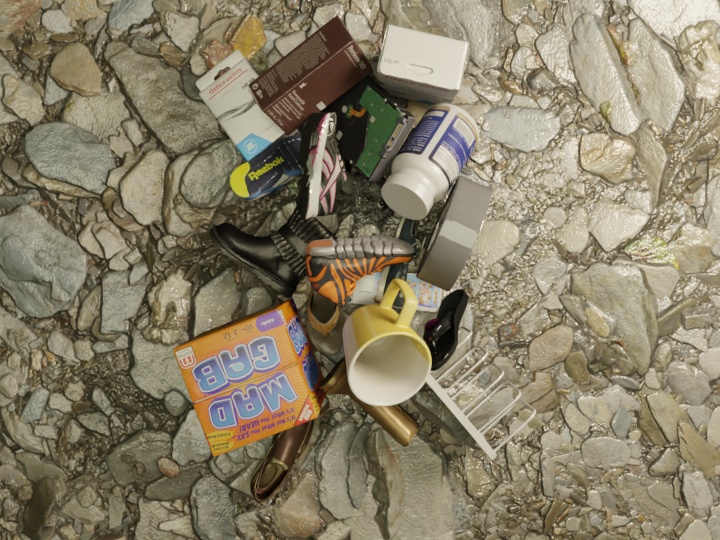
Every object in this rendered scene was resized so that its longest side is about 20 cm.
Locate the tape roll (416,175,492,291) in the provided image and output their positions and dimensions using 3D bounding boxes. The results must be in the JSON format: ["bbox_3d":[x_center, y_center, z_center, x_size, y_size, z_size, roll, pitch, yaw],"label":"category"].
[{"bbox_3d":[0.168,-0.067,1.262,0.066,0.200,0.202,22,94,2],"label":"tape roll"}]

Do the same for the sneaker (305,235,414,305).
[{"bbox_3d":[0.000,0.000,1.271,0.197,0.078,0.113,-1,110,3],"label":"sneaker"}]

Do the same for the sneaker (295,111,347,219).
[{"bbox_3d":[-0.063,-0.193,1.275,0.085,0.080,0.202,-2,119,-28],"label":"sneaker"}]

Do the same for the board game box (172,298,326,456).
[{"bbox_3d":[-0.193,0.187,1.288,0.198,0.200,0.202,-21,92,3],"label":"board game box"}]

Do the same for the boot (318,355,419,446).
[{"bbox_3d":[0.024,0.249,1.299,0.200,0.175,0.066,44,101,3],"label":"boot"}]

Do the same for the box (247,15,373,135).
[{"bbox_3d":[-0.086,-0.338,1.224,0.199,0.100,0.075,-37,64,10],"label":"box"}]

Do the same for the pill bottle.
[{"bbox_3d":[0.125,-0.196,1.263,0.115,0.116,0.201,34,66,0],"label":"pill bottle"}]

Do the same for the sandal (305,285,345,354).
[{"bbox_3d":[-0.067,0.075,1.332,0.079,0.054,0.202,6,114,3],"label":"sandal"}]

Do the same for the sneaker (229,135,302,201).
[{"bbox_3d":[-0.161,-0.195,1.336,0.198,0.082,0.074,-28,83,-16],"label":"sneaker"}]

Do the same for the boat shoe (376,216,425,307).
[{"bbox_3d":[0.084,-0.030,1.317,0.061,0.075,0.202,16,75,7],"label":"boat shoe"}]

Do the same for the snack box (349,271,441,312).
[{"bbox_3d":[0.059,0.036,1.359,0.197,0.024,0.073,6,92,2],"label":"snack box"}]

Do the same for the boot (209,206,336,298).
[{"bbox_3d":[-0.166,-0.066,1.333,0.210,0.080,0.158,35,100,-11],"label":"boot"}]

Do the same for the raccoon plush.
[{"bbox_3d":[-0.005,-0.126,1.343,0.134,0.096,0.201,-47,59,18],"label":"raccoon plush"}]

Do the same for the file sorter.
[{"bbox_3d":[0.215,0.223,1.308,0.124,0.139,0.201,-40,91,0],"label":"file sorter"}]

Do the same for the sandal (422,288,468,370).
[{"bbox_3d":[0.146,0.102,1.280,0.075,0.201,0.048,-27,116,37],"label":"sandal"}]

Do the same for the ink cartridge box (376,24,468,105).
[{"bbox_3d":[0.108,-0.359,1.249,0.145,0.200,0.087,13,93,1],"label":"ink cartridge box"}]

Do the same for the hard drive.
[{"bbox_3d":[-0.001,-0.276,1.273,0.200,0.038,0.140,48,121,29],"label":"hard drive"}]

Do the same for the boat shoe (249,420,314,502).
[{"bbox_3d":[-0.148,0.361,1.354,0.074,0.075,0.204,27,96,-10],"label":"boat shoe"}]

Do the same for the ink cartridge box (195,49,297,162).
[{"bbox_3d":[-0.225,-0.317,1.330,0.115,0.067,0.201,-36,91,3],"label":"ink cartridge box"}]

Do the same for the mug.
[{"bbox_3d":[0.048,0.125,1.245,0.186,0.153,0.150,-39,119,6],"label":"mug"}]
